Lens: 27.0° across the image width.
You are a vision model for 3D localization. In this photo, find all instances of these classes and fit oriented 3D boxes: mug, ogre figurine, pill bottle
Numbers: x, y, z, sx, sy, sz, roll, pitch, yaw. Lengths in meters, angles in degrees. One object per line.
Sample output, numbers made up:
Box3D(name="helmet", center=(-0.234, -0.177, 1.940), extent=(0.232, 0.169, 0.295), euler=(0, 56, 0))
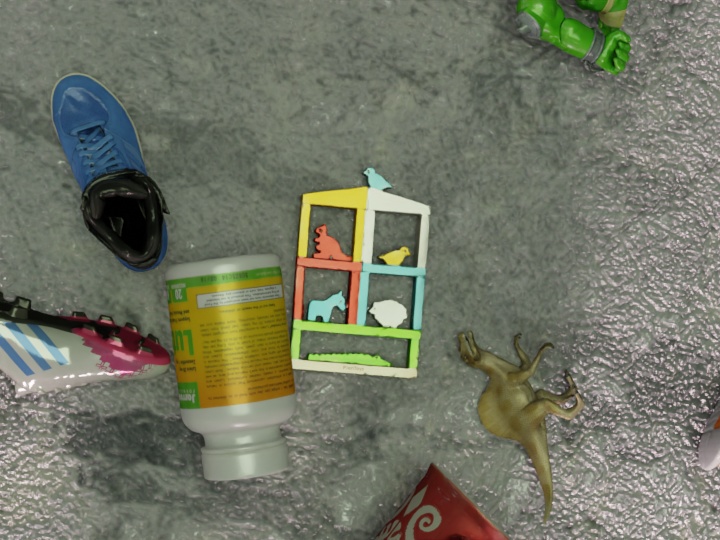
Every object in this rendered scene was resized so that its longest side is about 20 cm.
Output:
Box3D(name="mug", center=(0.043, 0.294, 1.403), extent=(0.200, 0.178, 0.133), euler=(-47, 63, -2))
Box3D(name="ogre figurine", center=(0.205, -0.300, 1.470), extent=(0.118, 0.098, 0.203), euler=(2, 100, -19))
Box3D(name="pill bottle", center=(-0.118, 0.090, 1.407), extent=(0.109, 0.111, 0.203), euler=(-7, 89, -8))

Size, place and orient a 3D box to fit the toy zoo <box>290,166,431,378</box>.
Box3D(name="toy zoo", center=(0.000, 0.000, 1.471), extent=(0.129, 0.020, 0.203), euler=(4, 88, -8))

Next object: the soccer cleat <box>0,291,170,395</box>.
Box3D(name="soccer cleat", center=(-0.280, 0.083, 1.415), extent=(0.197, 0.070, 0.087), euler=(15, 103, -5))

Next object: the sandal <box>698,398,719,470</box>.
Box3D(name="sandal", center=(0.408, 0.115, 1.496), extent=(0.059, 0.079, 0.208), euler=(30, 83, -3))

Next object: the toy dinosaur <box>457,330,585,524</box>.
Box3D(name="toy dinosaur", center=(0.169, 0.138, 1.484), extent=(0.100, 0.058, 0.202), euler=(-29, 85, 8))

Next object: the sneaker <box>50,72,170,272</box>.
Box3D(name="sneaker", center=(-0.233, -0.095, 1.396), extent=(0.076, 0.111, 0.202), euler=(-20, 91, -8))
